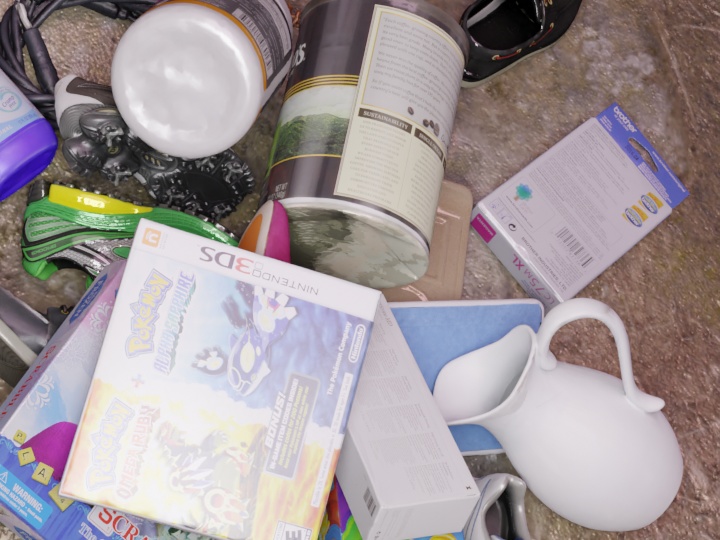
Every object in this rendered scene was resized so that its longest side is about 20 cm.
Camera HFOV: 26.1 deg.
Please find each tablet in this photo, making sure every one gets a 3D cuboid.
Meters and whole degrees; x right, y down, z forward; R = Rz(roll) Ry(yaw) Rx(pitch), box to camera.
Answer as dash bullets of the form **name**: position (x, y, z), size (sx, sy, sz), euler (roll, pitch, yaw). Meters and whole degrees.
- **tablet**: position (0.068, 0.091, 1.295), size (0.199, 0.014, 0.131), euler (-1, 91, -26)

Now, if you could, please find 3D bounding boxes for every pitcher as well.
- **pitcher**: position (0.184, 0.116, 1.258), size (0.200, 0.171, 0.122), euler (36, 35, -23)

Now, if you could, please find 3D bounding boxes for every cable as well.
- **cable**: position (-0.208, -0.175, 1.311), size (0.199, 0.051, 0.164), euler (32, 59, -7)

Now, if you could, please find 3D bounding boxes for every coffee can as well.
- **coffee can**: position (0.002, -0.106, 1.265), size (0.145, 0.146, 0.201), euler (18, 66, -14)

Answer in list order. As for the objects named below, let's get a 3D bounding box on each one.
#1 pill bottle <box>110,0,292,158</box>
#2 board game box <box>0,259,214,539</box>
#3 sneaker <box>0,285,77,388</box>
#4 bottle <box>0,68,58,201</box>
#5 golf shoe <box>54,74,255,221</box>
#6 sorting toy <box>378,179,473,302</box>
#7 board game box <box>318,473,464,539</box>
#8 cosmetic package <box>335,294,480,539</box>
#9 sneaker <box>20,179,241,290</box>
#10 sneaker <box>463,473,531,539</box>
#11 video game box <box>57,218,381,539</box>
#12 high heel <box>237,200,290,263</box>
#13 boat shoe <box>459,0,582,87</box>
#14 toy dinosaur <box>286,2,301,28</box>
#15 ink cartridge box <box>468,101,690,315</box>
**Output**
- **pill bottle**: position (-0.115, -0.169, 1.215), size (0.116, 0.117, 0.200), euler (33, 21, -5)
- **board game box**: position (-0.163, 0.132, 1.136), size (0.200, 0.041, 0.200), euler (45, 59, -22)
- **sneaker**: position (-0.221, 0.047, 1.193), size (0.200, 0.075, 0.106), euler (41, 61, -12)
- **bottle**: position (-0.332, -0.149, 1.239), size (0.083, 0.065, 0.200), euler (-40, 86, -30)
- **golf shoe**: position (-0.164, -0.105, 1.256), size (0.200, 0.078, 0.095), euler (28, 24, -50)
- **sorting toy**: position (0.000, 0.000, 1.330), size (0.184, 0.036, 0.201), euler (16, 67, -15)
- **board game box**: position (0.020, 0.251, 1.180), size (0.104, 0.103, 0.201), euler (2, 66, -21)
- **cosmetic package**: position (0.010, 0.107, 1.164), size (0.082, 0.051, 0.201), euler (-4, 47, -24)
- **sneaker**: position (-0.172, -0.009, 1.237), size (0.199, 0.078, 0.086), euler (11, 80, 1)
- **sneaker**: position (0.101, 0.253, 1.223), size (0.074, 0.087, 0.201), euler (5, 66, -22)
- **video game box**: position (-0.096, 0.084, 1.086), size (0.181, 0.047, 0.201), euler (16, 78, -6)
- **high heel**: position (-0.055, 0.052, 1.160), size (0.095, 0.067, 0.201), euler (17, 67, -25)
- **boat shoe**: position (0.158, -0.247, 1.489), size (0.074, 0.063, 0.201), euler (47, 57, 6)
- **toy dinosaur**: position (-0.130, -0.287, 1.388), size (0.200, 0.102, 0.136), euler (46, 72, -18)
- **ink cartridge box**: position (0.203, -0.060, 1.434), size (0.200, 0.042, 0.120), euler (-37, 84, -28)
